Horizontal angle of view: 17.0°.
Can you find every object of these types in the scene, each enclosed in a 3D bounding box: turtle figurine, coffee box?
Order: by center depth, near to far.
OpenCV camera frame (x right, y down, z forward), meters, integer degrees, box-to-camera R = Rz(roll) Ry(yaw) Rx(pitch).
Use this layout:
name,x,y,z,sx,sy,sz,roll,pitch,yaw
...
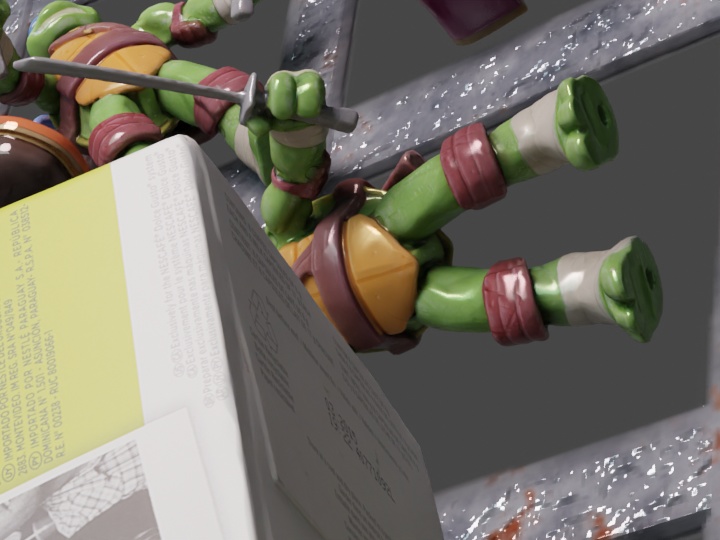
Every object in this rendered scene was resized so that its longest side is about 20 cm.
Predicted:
name,x,y,z,sx,sy,sz,roll,pitch,yaw
coffee box,-0.085,0.120,0.720,0.198,0.200,0.200,-22,50,11
turtle figurine,0.000,0.000,0.898,0.194,0.200,0.144,-16,58,23
turtle figurine,-0.107,-0.113,1.108,0.194,0.144,0.200,45,119,42

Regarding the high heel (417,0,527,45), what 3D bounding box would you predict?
name,x,y,z,sx,sy,sz,roll,pitch,yaw
high heel,0.089,-0.188,1.056,0.200,0.096,0.067,-32,36,18

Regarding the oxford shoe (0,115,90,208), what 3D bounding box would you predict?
name,x,y,z,sx,sy,sz,roll,pitch,yaw
oxford shoe,-0.158,0.017,1.052,0.200,0.071,0.073,106,180,-46
